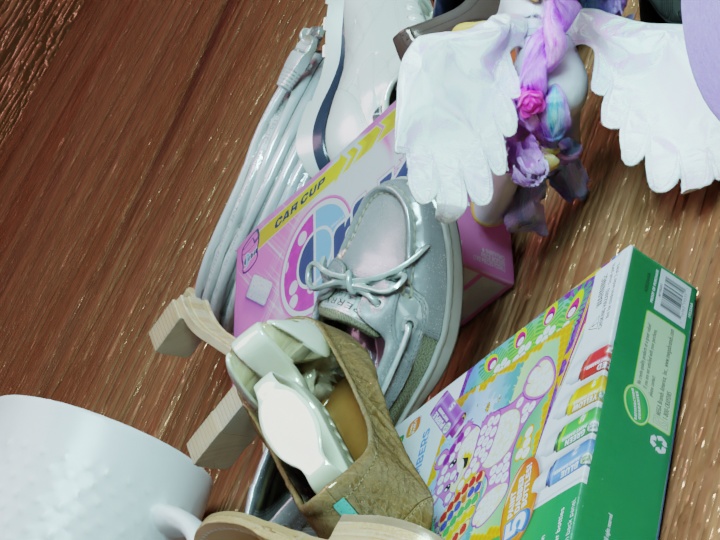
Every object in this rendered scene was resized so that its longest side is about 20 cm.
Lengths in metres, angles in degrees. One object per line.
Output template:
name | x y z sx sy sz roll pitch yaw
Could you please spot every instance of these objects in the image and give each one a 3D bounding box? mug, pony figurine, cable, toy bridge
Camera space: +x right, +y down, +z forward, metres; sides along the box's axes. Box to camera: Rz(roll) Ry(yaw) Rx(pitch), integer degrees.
mug | -0.167 0.187 1.291 0.200 0.148 0.175 5 66 37
pony figurine | 0.090 -0.099 1.058 0.200 0.166 0.193 100 166 -66
cable | -0.047 -0.048 1.423 0.200 0.069 0.200 121 172 -80
toy bridge | -0.069 0.084 1.202 0.067 0.027 0.200 -51 45 31

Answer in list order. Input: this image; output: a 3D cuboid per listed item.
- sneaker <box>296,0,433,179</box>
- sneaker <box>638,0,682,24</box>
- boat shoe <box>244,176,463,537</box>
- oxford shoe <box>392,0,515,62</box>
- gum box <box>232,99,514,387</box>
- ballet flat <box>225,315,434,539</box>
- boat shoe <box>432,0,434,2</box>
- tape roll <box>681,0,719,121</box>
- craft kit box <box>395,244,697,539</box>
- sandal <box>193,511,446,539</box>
sneaker | 0.023 -0.131 1.314 0.080 0.076 0.200 -19 49 37
sneaker | 0.191 -0.153 1.056 0.200 0.075 0.079 -161 85 -75
boat shoe | -0.005 0.048 1.095 0.074 0.065 0.202 26 100 45
oxford shoe | 0.092 -0.163 1.268 0.071 0.073 0.200 -36 7 48
gum box | 0.000 0.000 1.225 0.200 0.066 0.114 -41 39 41
ballet flat | -0.025 0.064 0.984 0.068 0.072 0.200 -41 32 9
boat shoe | 0.072 -0.164 1.373 0.075 0.075 0.202 -46 19 29
tape roll | 0.207 -0.138 0.835 0.200 0.066 0.200 -39 45 55
craft kit box | 0.057 0.113 0.937 0.198 0.048 0.200 -45 19 42
sandal | -0.031 0.149 0.908 0.212 0.078 0.070 -17 36 58
